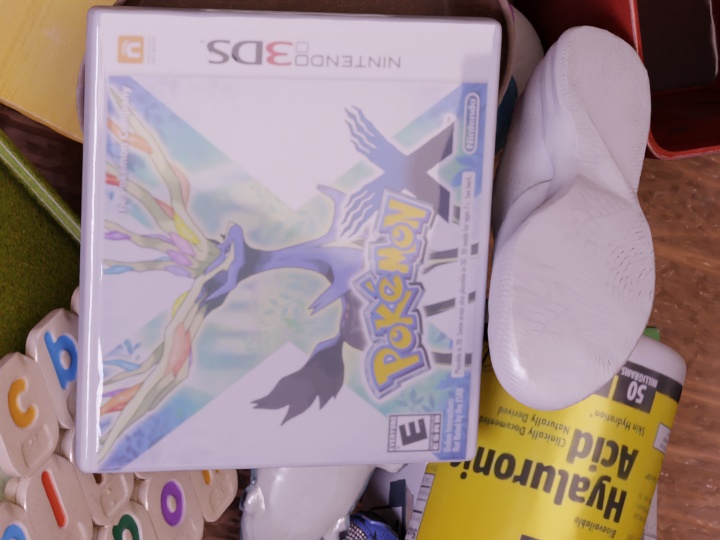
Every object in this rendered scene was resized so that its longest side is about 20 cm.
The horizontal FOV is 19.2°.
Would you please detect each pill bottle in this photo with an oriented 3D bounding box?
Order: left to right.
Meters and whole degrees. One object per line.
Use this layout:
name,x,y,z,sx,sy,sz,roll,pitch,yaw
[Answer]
pill bottle,0.081,0.123,1.036,0.111,0.111,0.201,19,83,-23

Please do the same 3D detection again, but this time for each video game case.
video game case,-0.031,-0.012,0.929,0.182,0.022,0.201,0,101,-17

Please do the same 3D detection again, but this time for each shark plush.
shark plush,-0.019,0.108,1.082,0.091,0.083,0.201,15,105,-1

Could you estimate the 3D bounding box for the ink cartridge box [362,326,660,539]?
ink cartridge box,0.080,0.129,1.142,0.146,0.084,0.201,0,89,-24

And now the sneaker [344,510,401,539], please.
sneaker,-0.032,0.216,1.078,0.078,0.075,0.200,24,86,-38

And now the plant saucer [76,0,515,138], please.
plant saucer,-0.031,-0.096,0.965,0.200,0.201,0.037,6,47,-24

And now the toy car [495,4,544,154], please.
toy car,0.016,-0.127,1.078,0.175,0.150,0.201,-22,99,-23

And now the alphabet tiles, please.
alphabet tiles,-0.114,0.109,0.961,0.200,0.015,0.196,-50,129,-54

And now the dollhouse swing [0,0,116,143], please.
dollhouse swing,-0.164,-0.187,0.990,0.200,0.182,0.176,27,99,-46

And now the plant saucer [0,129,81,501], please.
plant saucer,-0.168,0.023,0.953,0.200,0.048,0.200,52,35,-49

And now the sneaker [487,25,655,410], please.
sneaker,0.087,-0.014,0.995,0.075,0.088,0.200,27,55,-19

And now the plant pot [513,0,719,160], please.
plant pot,0.179,-0.165,1.139,0.199,0.176,0.201,-9,94,-25
